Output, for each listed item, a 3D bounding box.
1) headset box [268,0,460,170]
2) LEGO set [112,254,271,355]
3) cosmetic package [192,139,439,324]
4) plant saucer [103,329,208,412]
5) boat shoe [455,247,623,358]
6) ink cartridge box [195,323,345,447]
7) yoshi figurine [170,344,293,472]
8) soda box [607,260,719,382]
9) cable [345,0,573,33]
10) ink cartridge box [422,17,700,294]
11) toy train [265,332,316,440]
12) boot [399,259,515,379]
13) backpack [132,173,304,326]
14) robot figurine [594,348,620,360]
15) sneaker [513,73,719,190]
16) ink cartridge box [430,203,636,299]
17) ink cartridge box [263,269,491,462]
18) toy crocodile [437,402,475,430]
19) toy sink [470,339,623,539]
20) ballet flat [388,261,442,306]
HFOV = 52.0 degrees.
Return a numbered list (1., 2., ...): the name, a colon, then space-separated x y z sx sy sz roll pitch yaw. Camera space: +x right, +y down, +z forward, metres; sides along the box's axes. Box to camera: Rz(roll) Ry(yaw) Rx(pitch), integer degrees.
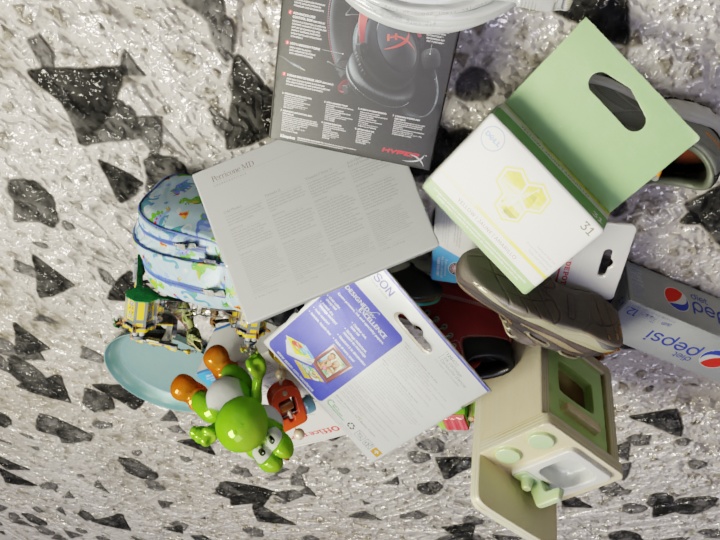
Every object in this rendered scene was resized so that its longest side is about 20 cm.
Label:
1. headset box: 0.009 -0.202 0.614 0.146 0.075 0.203 11 120 2
2. LEGO set: -0.206 0.065 0.904 0.197 0.154 0.118 1 116 -27
3. cosmetic package: -0.042 -0.056 0.713 0.197 0.153 0.052 -21 177 -1
4. plant saucer: -0.295 0.152 1.139 0.196 0.028 0.202 8 138 7
5. boat shoe: 0.178 0.046 0.768 0.198 0.075 0.073 27 137 -12
6. ink cartridge box: -0.110 0.158 1.054 0.144 0.085 0.200 -19 129 31
7. yoshi figurine: -0.153 0.158 0.872 0.111 0.199 0.114 -2 112 -40
8. soda box: 0.370 0.064 0.846 0.197 0.064 0.069 21 137 -9
9. cable: 0.053 -0.268 0.505 0.196 0.069 0.204 -4 99 3
10. ink cartridge box: 0.170 -0.093 0.654 0.146 0.048 0.200 45 128 0
11. toy train: -0.054 0.116 0.951 0.198 0.055 0.152 -29 119 -17
12. boot: 0.083 0.065 0.862 0.196 0.146 0.073 3 140 13
13. backpack: -0.155 -0.032 0.822 0.197 0.164 0.155 -1 130 32
14. robot figurine: 0.217 0.097 0.925 0.144 0.059 0.199 34 133 -20
15. sneaker: 0.235 -0.122 0.670 0.196 0.080 0.075 12 140 4
16. ink cartridge box: 0.177 -0.040 0.781 0.196 0.067 0.117 7 137 8
17. ink cartridge box: 0.017 0.096 0.823 0.198 0.047 0.199 49 123 -3
18. toy crocodile: 0.170 0.202 1.047 0.196 0.062 0.068 -3 136 18
19. toy sink: 0.208 0.179 0.822 0.129 0.202 0.112 34 133 -21
20. ballet flat: 0.000 0.000 0.852 0.197 0.068 0.070 2 109 31
